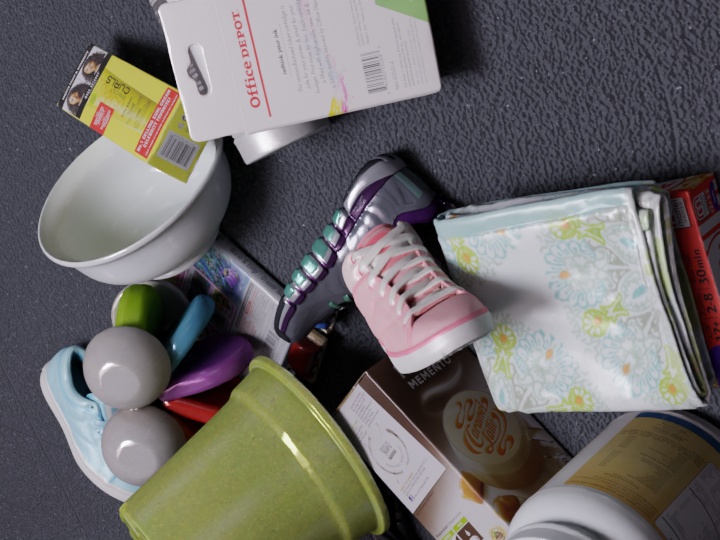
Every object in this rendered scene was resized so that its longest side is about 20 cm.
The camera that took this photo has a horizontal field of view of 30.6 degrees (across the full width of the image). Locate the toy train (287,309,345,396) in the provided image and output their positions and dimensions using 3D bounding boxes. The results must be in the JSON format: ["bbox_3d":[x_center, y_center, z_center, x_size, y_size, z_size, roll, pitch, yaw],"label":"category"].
[{"bbox_3d":[-0.050,0.077,1.259,0.034,0.046,0.200,37,131,21],"label":"toy train"}]

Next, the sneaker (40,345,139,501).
[{"bbox_3d":[-0.296,0.174,1.507,0.200,0.074,0.082,52,138,7],"label":"sneaker"}]

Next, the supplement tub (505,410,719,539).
[{"bbox_3d":[0.200,0.206,0.995,0.145,0.200,0.145,20,124,33],"label":"supplement tub"}]

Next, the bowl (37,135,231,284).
[{"bbox_3d":[-0.197,-0.056,1.246,0.201,0.201,0.090,7,146,39],"label":"bowl"}]

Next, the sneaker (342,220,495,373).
[{"bbox_3d":[0.035,0.016,1.018,0.105,0.075,0.200,63,170,-6],"label":"sneaker"}]

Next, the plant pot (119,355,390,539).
[{"bbox_3d":[-0.107,0.210,1.184,0.200,0.184,0.200,47,161,22],"label":"plant pot"}]

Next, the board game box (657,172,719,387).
[{"bbox_3d":[0.194,0.017,1.012,0.200,0.046,0.152,-10,105,44],"label":"board game box"}]

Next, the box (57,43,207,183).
[{"bbox_3d":[-0.208,-0.148,1.221,0.200,0.050,0.075,33,95,48],"label":"box"}]

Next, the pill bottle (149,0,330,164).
[{"bbox_3d":[-0.104,-0.197,1.119,0.111,0.111,0.200,-20,97,45],"label":"pill bottle"}]

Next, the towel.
[{"bbox_3d":[0.157,0.025,0.982,0.200,0.048,0.171,-6,106,44],"label":"towel"}]

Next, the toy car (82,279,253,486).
[{"bbox_3d":[-0.176,0.105,1.294,0.150,0.175,0.200,-5,111,7],"label":"toy car"}]

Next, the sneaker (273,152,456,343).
[{"bbox_3d":[0.000,0.000,1.136,0.087,0.074,0.200,37,116,10],"label":"sneaker"}]

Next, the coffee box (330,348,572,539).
[{"bbox_3d":[0.087,0.156,1.132,0.200,0.114,0.080,46,134,13],"label":"coffee box"}]

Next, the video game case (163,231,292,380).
[{"bbox_3d":[-0.147,0.057,1.352,0.182,0.024,0.200,41,133,19],"label":"video game case"}]

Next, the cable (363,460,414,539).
[{"bbox_3d":[0.069,0.232,1.231,0.163,0.051,0.200,9,117,38],"label":"cable"}]

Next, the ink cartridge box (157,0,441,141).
[{"bbox_3d":[-0.046,-0.178,1.028,0.200,0.067,0.117,-12,107,0],"label":"ink cartridge box"}]
